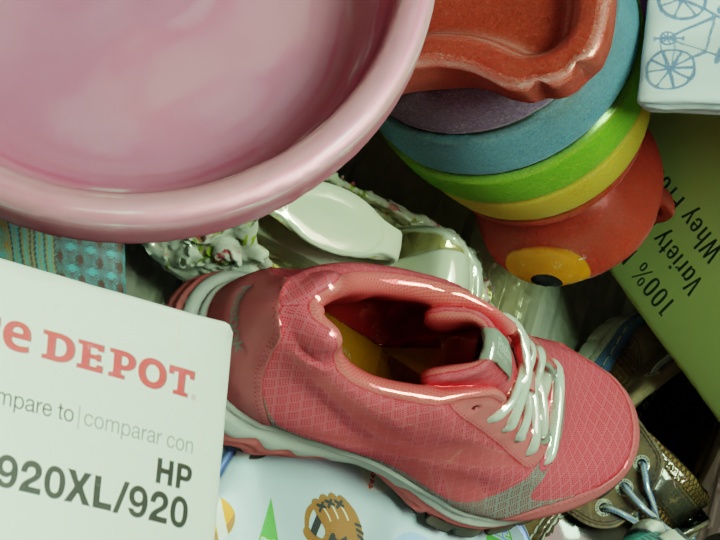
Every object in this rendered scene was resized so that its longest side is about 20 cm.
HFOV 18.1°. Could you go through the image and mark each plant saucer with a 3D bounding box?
[{"bbox_3d":[-0.076,-0.097,0.728,0.200,0.051,0.201,2,67,-6],"label":"plant saucer"}]

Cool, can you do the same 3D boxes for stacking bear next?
[{"bbox_3d":[0.060,-0.063,0.841,0.200,0.121,0.114,54,39,-56],"label":"stacking bear"}]

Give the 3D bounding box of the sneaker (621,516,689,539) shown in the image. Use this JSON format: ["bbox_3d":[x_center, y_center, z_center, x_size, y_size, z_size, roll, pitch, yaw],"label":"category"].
[{"bbox_3d":[0.104,0.190,0.871,0.079,0.077,0.201,-15,123,-34],"label":"sneaker"}]

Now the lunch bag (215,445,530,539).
[{"bbox_3d":[-0.030,0.121,0.796,0.160,0.075,0.200,46,52,-21],"label":"lunch bag"}]

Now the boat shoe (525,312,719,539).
[{"bbox_3d":[0.103,0.090,0.930,0.072,0.072,0.200,48,52,-28],"label":"boat shoe"}]

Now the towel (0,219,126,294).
[{"bbox_3d":[-0.158,-0.065,0.747,0.200,0.022,0.147,9,76,-43],"label":"towel"}]

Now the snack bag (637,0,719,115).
[{"bbox_3d":[0.206,-0.123,0.809,0.021,0.199,0.189,81,18,-56],"label":"snack bag"}]

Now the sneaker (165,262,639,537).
[{"bbox_3d":[0.033,0.043,0.766,0.200,0.087,0.074,15,68,-35],"label":"sneaker"}]

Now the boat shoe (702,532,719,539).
[{"bbox_3d":[0.162,0.216,0.968,0.068,0.072,0.201,-13,98,-46],"label":"boat shoe"}]

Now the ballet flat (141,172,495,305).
[{"bbox_3d":[0.000,0.000,0.848,0.200,0.064,0.076,20,68,-45],"label":"ballet flat"}]

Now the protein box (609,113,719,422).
[{"bbox_3d":[0.227,-0.025,0.898,0.135,0.200,0.199,0,45,-42],"label":"protein box"}]

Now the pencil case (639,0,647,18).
[{"bbox_3d":[0.168,-0.095,1.023,0.200,0.084,0.086,3,94,-44],"label":"pencil case"}]

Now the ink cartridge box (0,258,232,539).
[{"bbox_3d":[-0.141,0.103,0.641,0.147,0.144,0.201,19,68,-40],"label":"ink cartridge box"}]
